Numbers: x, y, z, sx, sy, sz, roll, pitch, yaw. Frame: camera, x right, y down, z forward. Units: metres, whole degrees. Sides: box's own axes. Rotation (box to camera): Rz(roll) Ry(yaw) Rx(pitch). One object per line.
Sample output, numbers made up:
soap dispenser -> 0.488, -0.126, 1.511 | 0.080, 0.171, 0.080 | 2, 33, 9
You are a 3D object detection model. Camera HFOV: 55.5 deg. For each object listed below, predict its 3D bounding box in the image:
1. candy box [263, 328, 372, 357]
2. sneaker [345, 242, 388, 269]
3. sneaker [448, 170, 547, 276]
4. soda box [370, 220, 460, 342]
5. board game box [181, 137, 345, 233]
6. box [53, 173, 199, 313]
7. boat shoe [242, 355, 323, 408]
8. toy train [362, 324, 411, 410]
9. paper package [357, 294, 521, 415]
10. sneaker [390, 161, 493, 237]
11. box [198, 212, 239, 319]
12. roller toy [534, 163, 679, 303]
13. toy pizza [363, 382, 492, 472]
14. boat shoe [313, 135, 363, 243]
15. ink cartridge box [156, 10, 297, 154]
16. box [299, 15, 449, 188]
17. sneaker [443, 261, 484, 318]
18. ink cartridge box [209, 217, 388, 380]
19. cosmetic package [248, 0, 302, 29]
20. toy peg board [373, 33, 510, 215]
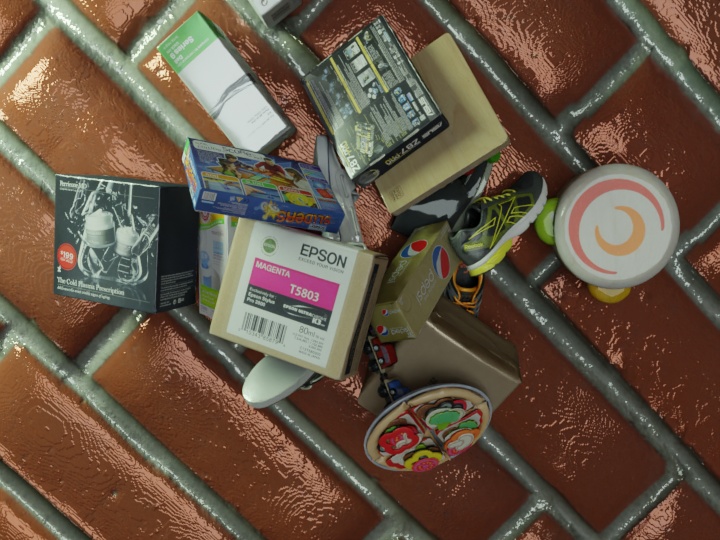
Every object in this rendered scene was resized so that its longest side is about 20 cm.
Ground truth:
candy box -> -0.065, 0.066, 1.049 | 0.199, 0.061, 0.138 | -36, 116, -28
sneaker -> 0.000, 0.000, 0.997 | 0.198, 0.073, 0.071 | 7, 124, -36
sneaker -> 0.209, -0.087, 1.031 | 0.085, 0.074, 0.201 | 44, 69, -16
soda box -> 0.080, 0.013, 0.997 | 0.063, 0.201, 0.068 | -12, 119, 37
board game box -> -0.131, -0.114, 0.919 | 0.197, 0.136, 0.035 | 8, 123, -28
box -> -0.353, -0.046, 1.035 | 0.197, 0.104, 0.185 | 8, 98, 21
boat shoe -> -0.077, 0.136, 0.965 | 0.199, 0.070, 0.064 | -36, 136, -28
toy train -> 0.032, 0.126, 1.013 | 0.045, 0.034, 0.203 | -27, 76, 27
paper package -> 0.123, 0.162, 1.075 | 0.189, 0.104, 0.201 | 33, 118, -5
sneaker -> 0.130, -0.129, 1.078 | 0.105, 0.075, 0.202 | 26, 98, -4
box -> -0.183, -0.028, 1.053 | 0.100, 0.112, 0.203 | -5, 101, -36
roller toy -> 0.386, -0.068, 1.059 | 0.182, 0.140, 0.200 | -43, 87, 11
toy pizza -> 0.102, 0.239, 0.998 | 0.197, 0.032, 0.202 | -10, 133, -11
boat shoe -> -0.034, -0.117, 1.059 | 0.064, 0.074, 0.203 | -5, 73, -12
ink cartridge box -> -0.190, -0.265, 1.016 | 0.084, 0.146, 0.201 | -38, 97, 6
box -> 0.017, -0.249, 1.008 | 0.160, 0.049, 0.202 | -33, 67, 15
sneaker -> 0.161, 0.048, 1.105 | 0.077, 0.077, 0.203 | 2, 100, -3
ink cartridge box -> -0.082, 0.033, 0.901 | 0.197, 0.075, 0.167 | 16, 94, 17
cosmetic package -> -0.172, -0.470, 1.010 | 0.071, 0.101, 0.201 | -35, 98, 4
toy peg board -> 0.106, -0.206, 1.037 | 0.198, 0.098, 0.202 | -31, 67, 17
